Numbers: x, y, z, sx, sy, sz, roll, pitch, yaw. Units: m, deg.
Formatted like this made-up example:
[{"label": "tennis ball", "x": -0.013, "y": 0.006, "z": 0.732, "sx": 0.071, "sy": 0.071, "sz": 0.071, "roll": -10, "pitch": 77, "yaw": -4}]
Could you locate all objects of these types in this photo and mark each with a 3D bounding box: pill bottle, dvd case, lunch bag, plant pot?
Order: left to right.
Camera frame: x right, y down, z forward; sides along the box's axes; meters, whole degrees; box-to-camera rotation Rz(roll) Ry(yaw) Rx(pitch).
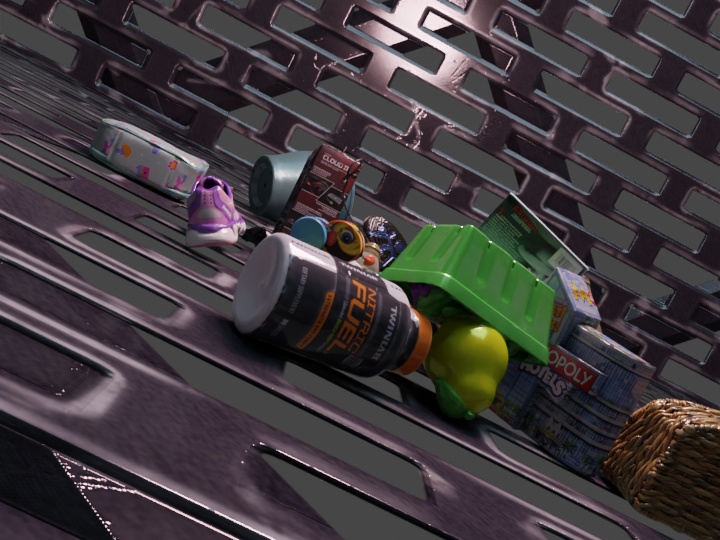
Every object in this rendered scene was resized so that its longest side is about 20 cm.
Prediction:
[{"label": "lunch bag", "x": -0.367, "y": -0.194, "z": 1.443, "sx": 0.199, "sy": 0.077, "sz": 0.160, "roll": 27, "pitch": 5, "yaw": -8}, {"label": "plant pot", "x": -0.142, "y": -0.178, "z": 1.827, "sx": 0.187, "sy": 0.201, "sz": 0.200, "roll": 5, "pitch": 18, "yaw": -32}, {"label": "pill bottle", "x": -0.021, "y": 0.045, "z": 0.833, "sx": 0.199, "sy": 0.107, "sz": 0.106, "roll": 24, "pitch": 7, "yaw": -30}, {"label": "dvd case", "x": 0.183, "y": 0.018, "z": 1.092, "sx": 0.146, "sy": 0.200, "sz": 0.022, "roll": 46, "pitch": 16, "yaw": 15}]

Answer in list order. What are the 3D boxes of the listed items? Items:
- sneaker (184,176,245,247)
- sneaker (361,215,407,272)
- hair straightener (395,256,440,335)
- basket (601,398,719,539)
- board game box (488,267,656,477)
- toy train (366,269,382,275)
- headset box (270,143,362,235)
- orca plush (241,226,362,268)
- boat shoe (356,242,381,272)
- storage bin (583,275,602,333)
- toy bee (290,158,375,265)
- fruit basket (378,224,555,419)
[{"label": "sneaker", "x": -0.204, "y": -0.088, "z": 1.134, "sx": 0.080, "sy": 0.089, "sz": 0.200, "roll": -6, "pitch": 10, "yaw": -6}, {"label": "sneaker", "x": 0.049, "y": 0.001, "z": 1.383, "sx": 0.077, "sy": 0.076, "sz": 0.201, "roll": -8, "pitch": -67, "yaw": 53}, {"label": "hair straightener", "x": 0.106, "y": 0.070, "z": 1.070, "sx": 0.201, "sy": 0.041, "sz": 0.077, "roll": 64, "pitch": 14, "yaw": 9}, {"label": "basket", "x": 0.404, "y": 0.231, "z": 0.965, "sx": 0.199, "sy": 0.143, "sz": 0.149, "roll": 27, "pitch": 7, "yaw": -8}, {"label": "board game box", "x": 0.248, "y": 0.111, "z": 1.003, "sx": 0.061, "sy": 0.201, "sz": 0.200, "roll": 17, "pitch": 12, "yaw": -40}, {"label": "toy train", "x": 0.024, "y": 0.059, "z": 1.060, "sx": 0.114, "sy": 0.085, "sz": 0.200, "roll": 38, "pitch": 8, "yaw": 7}, {"label": "headset box", "x": -0.074, "y": -0.106, "z": 1.295, "sx": 0.075, "sy": 0.201, "sz": 0.149, "roll": 26, "pitch": -6, "yaw": -11}, {"label": "orca plush", "x": -0.073, "y": -0.002, "z": 1.164, "sx": 0.200, "sy": 0.105, "sz": 0.071, "roll": 37, "pitch": 33, "yaw": -40}, {"label": "boat shoe", "x": -0.002, "y": -0.001, "z": 1.344, "sx": 0.073, "sy": 0.063, "sz": 0.201, "roll": 26, "pitch": -10, "yaw": -1}, {"label": "storage bin", "x": 0.301, "y": 0.117, "z": 1.161, "sx": 0.093, "sy": 0.202, "sz": 0.198, "roll": -15, "pitch": -7, "yaw": 17}, {"label": "toy bee", "x": -0.040, "y": -0.029, "z": 1.051, "sx": 0.109, "sy": 0.200, "sz": 0.131, "roll": 45, "pitch": 29, "yaw": 5}, {"label": "fruit basket", "x": 0.119, "y": 0.072, "z": 0.949, "sx": 0.215, "sy": 0.217, "sz": 0.155, "roll": 24, "pitch": -9, "yaw": -31}]
